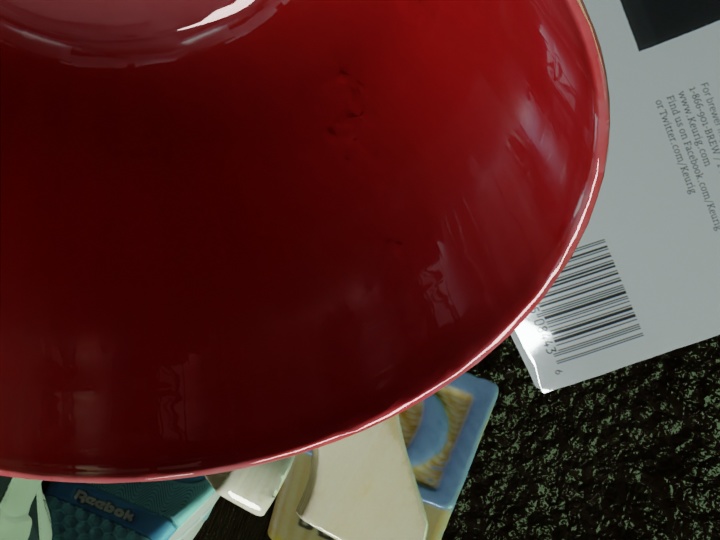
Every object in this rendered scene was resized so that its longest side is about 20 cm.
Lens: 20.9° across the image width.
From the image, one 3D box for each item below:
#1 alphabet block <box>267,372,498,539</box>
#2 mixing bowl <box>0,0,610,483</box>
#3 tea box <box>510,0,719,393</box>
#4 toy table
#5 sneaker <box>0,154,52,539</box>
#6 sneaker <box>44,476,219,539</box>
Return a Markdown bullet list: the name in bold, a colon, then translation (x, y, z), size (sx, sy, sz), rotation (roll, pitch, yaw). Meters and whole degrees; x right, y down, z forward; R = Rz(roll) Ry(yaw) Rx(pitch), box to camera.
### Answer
- **alphabet block**: translation (0.024, 0.220, 2.238), size (0.200, 0.196, 0.196), rotation (106, 9, -51)
- **mixing bowl**: translation (-0.051, -0.054, 0.438), size (0.201, 0.199, 0.109), rotation (106, -18, -45)
- **tea box**: translation (0.084, -0.101, 0.732), size (0.197, 0.133, 0.200), rotation (-88, 156, -61)
- **toy table**: translation (-0.033, 0.027, 0.775), size (0.117, 0.183, 0.200), rotation (-60, 180, -3)
- **sneaker**: translation (-0.109, 0.021, 0.578), size (0.130, 0.079, 0.199), rotation (-59, 163, -11)
- **sneaker**: translation (-0.128, 0.152, 0.972), size (0.200, 0.079, 0.131), rotation (-53, 164, -38)
